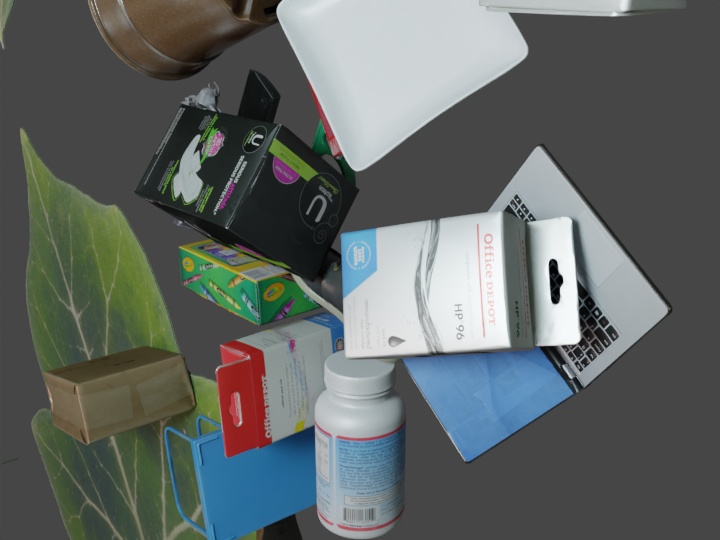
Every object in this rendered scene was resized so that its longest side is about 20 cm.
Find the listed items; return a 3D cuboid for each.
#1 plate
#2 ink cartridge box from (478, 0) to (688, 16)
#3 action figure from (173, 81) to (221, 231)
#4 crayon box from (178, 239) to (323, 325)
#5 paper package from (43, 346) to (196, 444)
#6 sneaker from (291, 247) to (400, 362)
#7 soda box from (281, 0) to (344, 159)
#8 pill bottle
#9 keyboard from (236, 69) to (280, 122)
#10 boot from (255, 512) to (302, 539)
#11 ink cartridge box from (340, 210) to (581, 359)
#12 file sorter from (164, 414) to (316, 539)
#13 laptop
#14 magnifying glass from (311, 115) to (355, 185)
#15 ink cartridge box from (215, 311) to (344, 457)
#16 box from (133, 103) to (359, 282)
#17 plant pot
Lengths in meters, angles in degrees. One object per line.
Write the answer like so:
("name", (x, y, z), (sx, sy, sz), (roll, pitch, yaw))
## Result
("plate", (0.036, -0.226, 0.801), (0.199, 0.032, 0.201), (-32, 75, 21))
("ink cartridge box", (0.168, -0.295, 0.617), (0.146, 0.085, 0.203), (23, 121, 47))
("action figure", (-0.217, -0.161, 1.168), (0.130, 0.068, 0.203), (-134, 52, -62))
("crayon box", (-0.136, 0.004, 1.089), (0.199, 0.118, 0.059), (20, 118, 48))
("paper package", (-0.422, 0.210, 1.467), (0.190, 0.198, 0.105), (2, 103, 53))
("sneaker", (0.000, 0.000, 0.959), (0.200, 0.074, 0.107), (42, 128, 25))
("soda box", (-0.018, -0.225, 0.896), (0.063, 0.069, 0.202), (-23, 83, 53))
("pill bottle", (0.000, 0.200, 0.987), (0.108, 0.108, 0.203), (21, 118, 47))
("keyboard", (-0.138, -0.154, 1.120), (0.128, 0.020, 0.201), (57, 141, 32))
("boot", (-0.130, 0.388, 1.271), (0.075, 0.073, 0.203), (-149, 57, -66))
("ink cartridge box", (0.084, 0.015, 0.737), (0.198, 0.068, 0.118), (-7, 81, 29))
("file sorter", (-0.144, 0.248, 1.120), (0.122, 0.198, 0.141), (7, 108, 55))
("laptop", (0.130, 0.030, 0.754), (0.188, 0.115, 0.201), (57, 140, 22))
("magnifying glass", (-0.034, -0.161, 0.983), (0.079, 0.022, 0.203), (24, 122, 46))
("ink cartridge box", (-0.098, 0.134, 1.015), (0.067, 0.198, 0.118), (13, 112, 49))
("box", (-0.131, -0.091, 0.961), (0.199, 0.148, 0.125), (21, 81, 45))
("plant pot", (-0.183, -0.342, 0.988), (0.197, 0.199, 0.203), (-2, 100, 44))
